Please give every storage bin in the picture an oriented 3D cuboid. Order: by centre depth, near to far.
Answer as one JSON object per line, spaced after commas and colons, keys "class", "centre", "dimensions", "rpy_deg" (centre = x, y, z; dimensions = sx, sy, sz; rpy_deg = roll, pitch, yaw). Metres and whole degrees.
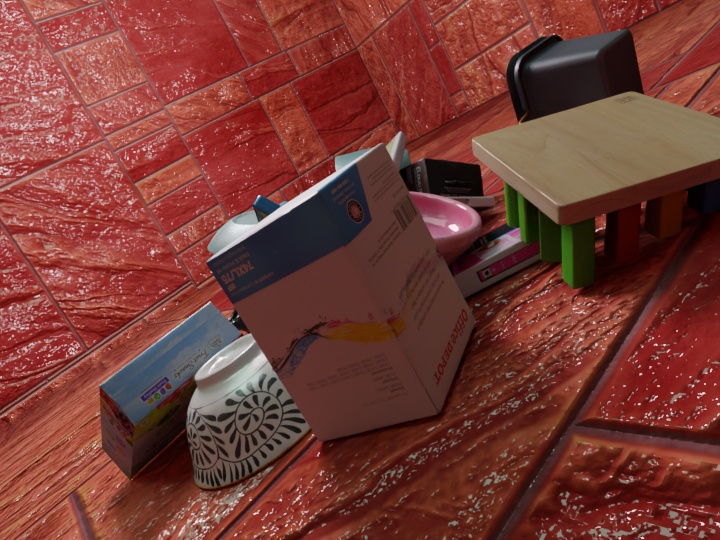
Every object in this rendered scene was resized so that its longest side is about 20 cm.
{"class": "storage bin", "centre": [0.301, -0.218, 0.729], "dimensions": [0.144, 0.205, 0.133], "rpy_deg": [-35, 22, -25]}

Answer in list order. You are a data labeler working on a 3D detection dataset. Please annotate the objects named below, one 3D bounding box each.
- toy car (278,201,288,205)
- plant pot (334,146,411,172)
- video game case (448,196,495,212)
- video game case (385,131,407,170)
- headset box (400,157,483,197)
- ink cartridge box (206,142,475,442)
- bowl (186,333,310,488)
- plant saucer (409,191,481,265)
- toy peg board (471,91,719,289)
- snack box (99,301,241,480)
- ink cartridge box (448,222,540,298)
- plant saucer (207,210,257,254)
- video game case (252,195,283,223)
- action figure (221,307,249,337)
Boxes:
{"class": "toy car", "centre": [-0.107, -0.035, 1.006], "dimensions": [0.197, 0.188, 0.177], "rpy_deg": [-16, 19, 45]}
{"class": "plant pot", "centre": [0.049, -0.176, 1.172], "dimensions": [0.156, 0.207, 0.201], "rpy_deg": [-18, 14, 9]}
{"class": "video game case", "centre": [0.102, -0.097, 0.879], "dimensions": [0.193, 0.018, 0.142], "rpy_deg": [-3, -5, -24]}
{"class": "video game case", "centre": [0.008, -0.145, 0.932], "dimensions": [0.181, 0.022, 0.202], "rpy_deg": [-43, 15, 27]}
{"class": "headset box", "centre": [0.120, -0.140, 0.979], "dimensions": [0.145, 0.080, 0.197], "rpy_deg": [-4, -6, -37]}
{"class": "ink cartridge box", "centre": [-0.008, 0.022, 0.501], "dimensions": [0.143, 0.204, 0.147], "rpy_deg": [-23, 13, 33]}
{"class": "bowl", "centre": [-0.128, 0.135, 0.610], "dimensions": [0.196, 0.096, 0.201], "rpy_deg": [-29, 12, 7]}
{"class": "plant saucer", "centre": [0.051, -0.049, 0.665], "dimensions": [0.193, 0.053, 0.202], "rpy_deg": [1, 24, 0]}
{"class": "toy peg board", "centre": [0.238, -0.083, 0.528], "dimensions": [0.192, 0.100, 0.202], "rpy_deg": [-16, 31, -3]}
{"class": "snack box", "centre": [-0.247, 0.159, 0.693], "dimensions": [0.168, 0.067, 0.201], "rpy_deg": [-43, -10, -40]}
{"class": "ink cartridge box", "centre": [0.163, -0.019, 0.645], "dimensions": [0.196, 0.038, 0.095], "rpy_deg": [-31, 13, 14]}
{"class": "plant saucer", "centre": [-0.157, -0.072, 0.882], "dimensions": [0.193, 0.040, 0.202], "rpy_deg": [-6, 20, 2]}
{"class": "video game case", "centre": [-0.060, -0.007, 0.679], "dimensions": [0.018, 0.140, 0.201], "rpy_deg": [-58, -11, -21]}
{"class": "action figure", "centre": [-0.156, 0.012, 0.868], "dimensions": [0.201, 0.102, 0.118], "rpy_deg": [-50, 15, -23]}
